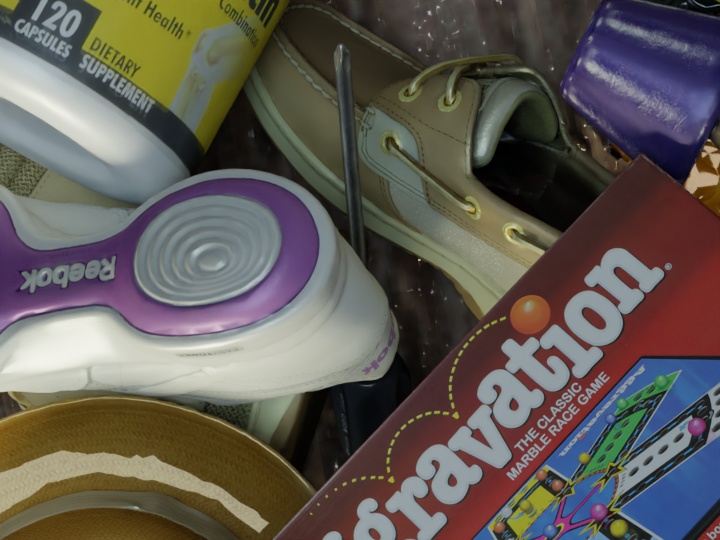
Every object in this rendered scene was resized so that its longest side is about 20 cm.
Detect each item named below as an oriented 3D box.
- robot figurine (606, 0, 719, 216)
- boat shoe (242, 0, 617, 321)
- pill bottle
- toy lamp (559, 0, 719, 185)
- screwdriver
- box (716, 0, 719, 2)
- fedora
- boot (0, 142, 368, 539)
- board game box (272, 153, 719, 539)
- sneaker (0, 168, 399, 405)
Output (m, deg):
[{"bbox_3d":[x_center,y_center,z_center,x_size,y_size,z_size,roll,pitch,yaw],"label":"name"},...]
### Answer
[{"bbox_3d":[0.181,-0.048,0.801,0.199,0.058,0.146,-2,94,10],"label":"robot figurine"},{"bbox_3d":[0.042,-0.036,0.800,0.200,0.074,0.067,41,127,20],"label":"boat shoe"},{"bbox_3d":[-0.063,-0.132,0.798,0.112,0.112,0.201,26,80,8],"label":"pill bottle"},{"bbox_3d":[0.156,-0.025,0.750,0.199,0.058,0.058,29,99,4],"label":"toy lamp"},{"bbox_3d":[0.000,0.000,0.797,0.028,0.029,0.201,-5,131,1],"label":"screwdriver"},{"bbox_3d":[0.095,-0.151,0.721,0.199,0.049,0.118,28,140,-1],"label":"box"},{"bbox_3d":[-0.089,0.137,0.768,0.199,0.082,0.202,0,88,0],"label":"fedora"},{"bbox_3d":[-0.100,0.055,0.854,0.155,0.073,0.201,22,96,8],"label":"boot"},{"bbox_3d":[0.051,0.069,0.711,0.200,0.019,0.103,-47,63,-4],"label":"board game box"},{"bbox_3d":[-0.081,0.017,0.781,0.199,0.100,0.075,1,69,30],"label":"sneaker"}]
